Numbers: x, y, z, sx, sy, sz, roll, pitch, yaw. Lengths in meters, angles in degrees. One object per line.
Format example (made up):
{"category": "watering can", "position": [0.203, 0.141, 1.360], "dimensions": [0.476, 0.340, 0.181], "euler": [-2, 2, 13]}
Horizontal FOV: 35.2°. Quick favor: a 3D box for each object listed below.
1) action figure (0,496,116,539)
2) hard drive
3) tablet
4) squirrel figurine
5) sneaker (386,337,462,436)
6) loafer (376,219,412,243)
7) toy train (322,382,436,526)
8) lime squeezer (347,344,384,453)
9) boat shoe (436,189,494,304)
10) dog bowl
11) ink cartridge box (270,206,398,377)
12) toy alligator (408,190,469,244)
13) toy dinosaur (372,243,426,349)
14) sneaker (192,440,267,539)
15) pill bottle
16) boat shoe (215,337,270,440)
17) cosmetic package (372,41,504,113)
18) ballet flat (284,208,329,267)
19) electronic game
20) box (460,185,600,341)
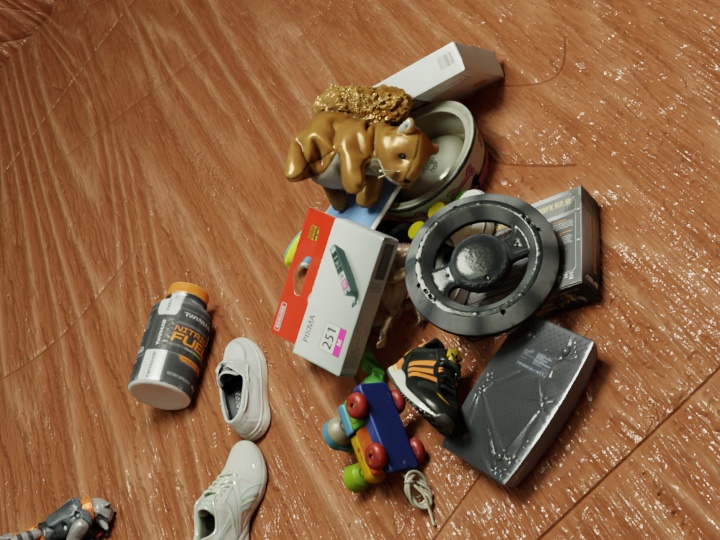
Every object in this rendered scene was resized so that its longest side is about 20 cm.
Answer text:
{"category": "action figure", "position": [-0.464, 0.423, 1.760], "dimensions": [0.193, 0.105, 0.200], "euler": [-32, 37, -23]}
{"category": "hard drive", "position": [0.197, 0.158, 1.377], "dimensions": [0.135, 0.042, 0.200], "euler": [25, 79, 52]}
{"category": "tablet", "position": [-0.009, -0.082, 1.674], "dimensions": [0.130, 0.014, 0.200], "euler": [5, 55, 48]}
{"category": "squirrel figurine", "position": [0.016, -0.193, 1.624], "dimensions": [0.186, 0.141, 0.201], "euler": [-7, 61, 32]}
{"category": "sneaker", "position": [0.096, 0.137, 1.445], "dimensions": [0.090, 0.070, 0.200], "euler": [-45, 18, 0]}
{"category": "loafer", "position": [0.000, 0.000, 1.696], "dimensions": [0.200, 0.073, 0.071], "euler": [-41, 32, 0]}
{"category": "toy train", "position": [0.022, 0.256, 1.457], "dimensions": [0.116, 0.085, 0.200], "euler": [-42, 60, 40]}
{"category": "lime squeezer", "position": [0.010, 0.154, 1.587], "dimensions": [0.071, 0.038, 0.200], "euler": [123, 156, -48]}
{"category": "boat shoe", "position": [0.124, -0.031, 1.512], "dimensions": [0.073, 0.065, 0.200], "euler": [-10, 53, 42]}
{"category": "dog bowl", "position": [0.106, -0.154, 1.706], "dimensions": [0.200, 0.074, 0.200], "euler": [-26, 43, 27]}
{"category": "ink cartridge box", "position": [-0.050, 0.024, 1.575], "dimensions": [0.173, 0.044, 0.201], "euler": [23, 99, 36]}
{"category": "toy alligator", "position": [0.096, -0.032, 1.624], "dimensions": [0.200, 0.059, 0.054], "euler": [-45, 38, 7]}
{"category": "toy dinosaur", "position": [0.032, 0.019, 1.588], "dimensions": [0.135, 0.086, 0.200], "euler": [40, 113, 34]}
{"category": "sneaker", "position": [-0.187, 0.324, 1.599], "dimensions": [0.070, 0.080, 0.201], "euler": [-20, 45, 36]}
{"category": "pill bottle", "position": [-0.307, 0.119, 1.868], "dimensions": [0.106, 0.106, 0.200], "euler": [-16, 49, 37]}
{"category": "boat shoe", "position": [-0.189, 0.171, 1.736], "dimensions": [0.072, 0.068, 0.200], "euler": [-32, 41, 22]}
{"category": "cosmetic package", "position": [0.103, -0.281, 1.757], "dimensions": [0.200, 0.151, 0.052], "euler": [-25, 84, 30]}
{"category": "ballet flat", "position": [-0.037, -0.067, 1.792], "dimensions": [0.200, 0.067, 0.067], "euler": [-46, 59, 3]}
{"category": "electronic game", "position": [0.153, -0.008, 1.438], "dimensions": [0.199, 0.042, 0.201], "euler": [-8, 63, 15]}
{"category": "box", "position": [0.216, -0.008, 1.491], "dimensions": [0.200, 0.048, 0.159], "euler": [-22, 45, 33]}
